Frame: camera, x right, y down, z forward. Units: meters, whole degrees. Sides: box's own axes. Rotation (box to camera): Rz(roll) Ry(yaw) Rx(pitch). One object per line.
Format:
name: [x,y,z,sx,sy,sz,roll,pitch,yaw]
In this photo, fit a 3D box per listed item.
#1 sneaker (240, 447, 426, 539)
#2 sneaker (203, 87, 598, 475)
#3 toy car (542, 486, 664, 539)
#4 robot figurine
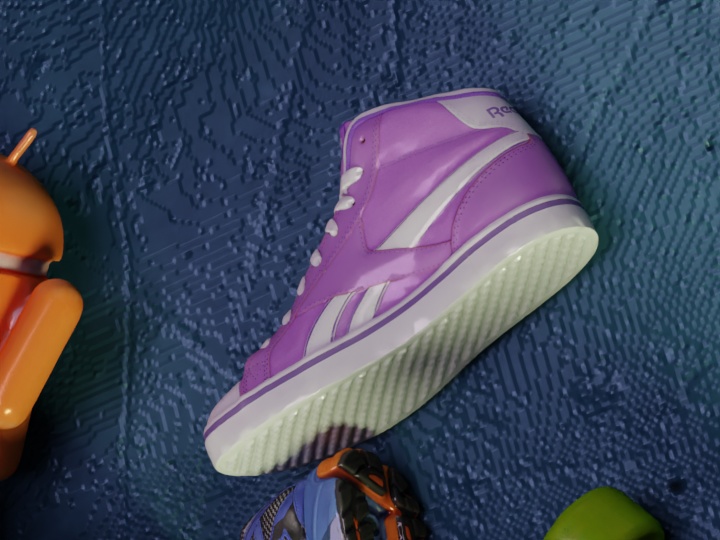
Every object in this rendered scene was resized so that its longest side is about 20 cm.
sneaker: [-0.006,0.182,1.302,0.078,0.075,0.201,-21,65,36]
sneaker: [0.000,0.000,1.318,0.200,0.073,0.114,-36,63,11]
toy car: [0.086,0.181,1.163,0.164,0.200,0.158,39,104,28]
robot figurine: [-0.202,0.026,1.404,0.144,0.116,0.201,-169,90,-73]
